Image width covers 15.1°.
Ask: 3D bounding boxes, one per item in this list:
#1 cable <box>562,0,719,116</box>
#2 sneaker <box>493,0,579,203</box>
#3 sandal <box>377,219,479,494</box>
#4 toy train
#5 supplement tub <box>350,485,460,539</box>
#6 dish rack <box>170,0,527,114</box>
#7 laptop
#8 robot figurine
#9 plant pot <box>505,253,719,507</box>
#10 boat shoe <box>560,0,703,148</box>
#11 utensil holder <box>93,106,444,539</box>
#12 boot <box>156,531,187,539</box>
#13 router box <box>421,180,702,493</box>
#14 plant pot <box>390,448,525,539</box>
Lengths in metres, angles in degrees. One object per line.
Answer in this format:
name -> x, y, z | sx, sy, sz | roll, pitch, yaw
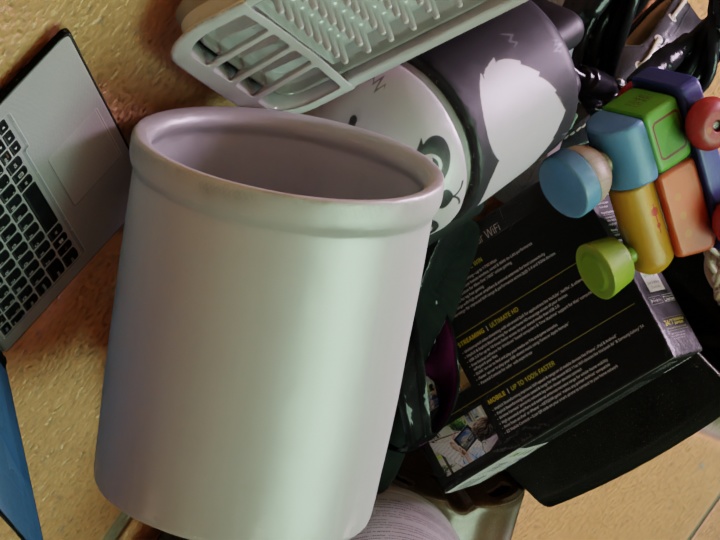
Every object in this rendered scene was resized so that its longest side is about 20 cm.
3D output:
cable -> 0.210, -0.182, 1.751 | 0.200, 0.051, 0.163 | -55, 143, -1
sneaker -> 0.141, -0.137, 1.816 | 0.118, 0.074, 0.201 | -28, 146, -39
sandal -> 0.040, 0.061, 1.780 | 0.075, 0.048, 0.201 | -7, 118, -57
toy train -> 0.186, -0.016, 1.718 | 0.116, 0.085, 0.200 | -32, 119, -25
supplement tub -> 0.013, 0.228, 1.769 | 0.132, 0.132, 0.200 | -58, -172, 11
dish rack -> 0.002, -0.156, 1.469 | 0.200, 0.044, 0.172 | -25, 161, 14
laptop -> -0.158, 0.018, 1.400 | 0.200, 0.116, 0.187 | -48, 158, -13
robot figurine -> 0.052, -0.099, 1.631 | 0.200, 0.150, 0.125 | -36, -168, -38
plant pot -> 0.160, 0.051, 1.949 | 0.177, 0.200, 0.200 | -47, 179, 22
boat shoe -> 0.182, -0.133, 1.912 | 0.076, 0.060, 0.200 | -25, -169, 43
utensil holder -> -0.055, 0.029, 1.468 | 0.170, 0.170, 0.200 | -16, 122, -56
boot -> -0.094, 0.186, 1.840 | 0.132, 0.070, 0.200 | -25, 148, -58
router box -> 0.108, 0.038, 1.814 | 0.200, 0.149, 0.051 | -33, 168, 28
plant pot -> 0.019, 0.217, 1.957 | 0.200, 0.200, 0.198 | -14, 129, -57
